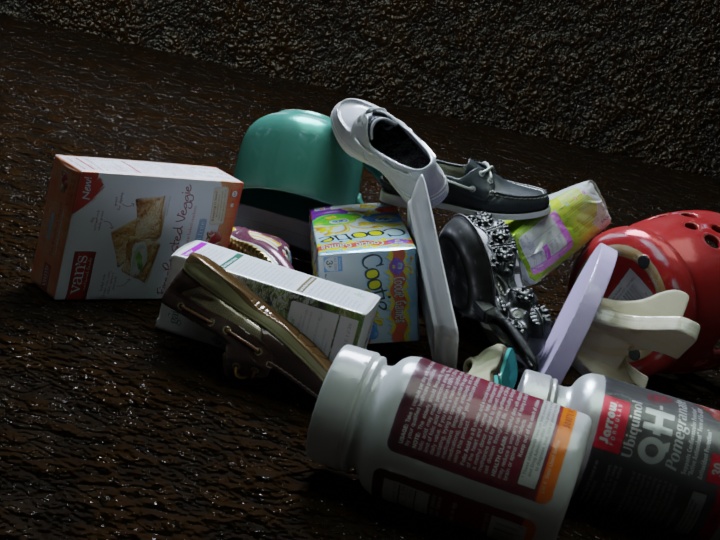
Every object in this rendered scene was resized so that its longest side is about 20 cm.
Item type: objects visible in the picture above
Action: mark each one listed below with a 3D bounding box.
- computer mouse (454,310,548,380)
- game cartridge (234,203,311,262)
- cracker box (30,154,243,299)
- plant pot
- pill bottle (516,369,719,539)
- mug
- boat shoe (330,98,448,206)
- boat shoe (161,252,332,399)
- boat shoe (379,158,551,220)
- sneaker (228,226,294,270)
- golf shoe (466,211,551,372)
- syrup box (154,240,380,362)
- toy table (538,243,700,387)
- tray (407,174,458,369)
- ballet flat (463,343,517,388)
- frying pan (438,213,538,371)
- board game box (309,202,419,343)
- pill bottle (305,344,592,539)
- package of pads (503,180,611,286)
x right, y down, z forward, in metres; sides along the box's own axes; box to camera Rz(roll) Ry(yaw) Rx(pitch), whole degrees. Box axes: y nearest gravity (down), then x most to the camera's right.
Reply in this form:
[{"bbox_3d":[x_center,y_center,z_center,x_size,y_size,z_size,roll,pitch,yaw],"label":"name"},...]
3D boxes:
[{"bbox_3d":[0.162,0.068,1.399,0.140,0.046,0.200,18,15,10],"label":"computer mouse"},{"bbox_3d":[-0.094,-0.043,1.492,0.200,0.041,0.133,16,-2,3],"label":"game cartridge"},{"bbox_3d":[-0.226,-0.041,1.241,0.200,0.134,0.058,0,22,-43],"label":"cracker box"},{"bbox_3d":[0.361,0.028,1.458,0.182,0.201,0.200,-4,24,-40],"label":"plant pot"},{"bbox_3d":[0.225,0.152,1.032,0.200,0.111,0.111,17,15,5],"label":"pill bottle"},{"bbox_3d":[-0.061,-0.123,1.487,0.185,0.115,0.152,21,-16,-35],"label":"mug"},{"bbox_3d":[0.026,-0.147,1.358,0.072,0.069,0.200,-27,49,-9],"label":"boat shoe"},{"bbox_3d":[-0.098,0.069,1.106,0.200,0.072,0.072,39,1,8],"label":"boat shoe"},{"bbox_3d":[0.121,-0.099,1.393,0.200,0.060,0.076,5,18,4],"label":"boat shoe"},{"bbox_3d":[-0.102,-0.005,1.350,0.090,0.075,0.200,-2,23,-36],"label":"sneaker"},{"bbox_3d":[0.144,0.025,1.312,0.078,0.095,0.200,-14,50,-4],"label":"golf shoe"},{"bbox_3d":[-0.090,0.040,1.186,0.200,0.079,0.081,17,15,8],"label":"syrup box"},{"bbox_3d":[0.260,0.079,1.254,0.117,0.200,0.184,27,-18,3],"label":"toy table"},{"bbox_3d":[0.072,0.010,1.253,0.022,0.107,0.200,-8,57,-2],"label":"tray"},{"bbox_3d":[0.110,0.120,1.152,0.069,0.070,0.200,18,13,9],"label":"ballet flat"},{"bbox_3d":[0.119,0.033,1.228,0.031,0.190,0.115,-14,-19,-15],"label":"frying pan"},{"bbox_3d":[0.000,0.000,1.334,0.103,0.105,0.200,-4,17,-4],"label":"board game box"},{"bbox_3d":[0.067,0.134,0.935,0.200,0.114,0.114,19,15,10],"label":"pill bottle"},{"bbox_3d":[0.194,-0.034,1.463,0.154,0.068,0.200,-20,10,46],"label":"package of pads"}]
